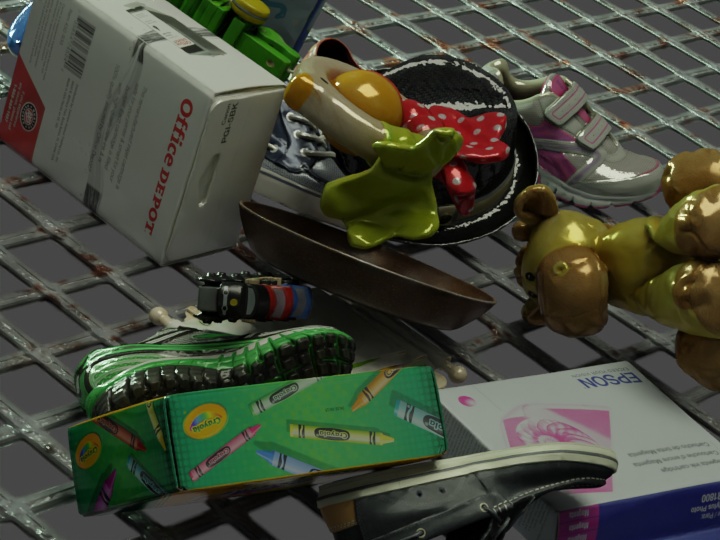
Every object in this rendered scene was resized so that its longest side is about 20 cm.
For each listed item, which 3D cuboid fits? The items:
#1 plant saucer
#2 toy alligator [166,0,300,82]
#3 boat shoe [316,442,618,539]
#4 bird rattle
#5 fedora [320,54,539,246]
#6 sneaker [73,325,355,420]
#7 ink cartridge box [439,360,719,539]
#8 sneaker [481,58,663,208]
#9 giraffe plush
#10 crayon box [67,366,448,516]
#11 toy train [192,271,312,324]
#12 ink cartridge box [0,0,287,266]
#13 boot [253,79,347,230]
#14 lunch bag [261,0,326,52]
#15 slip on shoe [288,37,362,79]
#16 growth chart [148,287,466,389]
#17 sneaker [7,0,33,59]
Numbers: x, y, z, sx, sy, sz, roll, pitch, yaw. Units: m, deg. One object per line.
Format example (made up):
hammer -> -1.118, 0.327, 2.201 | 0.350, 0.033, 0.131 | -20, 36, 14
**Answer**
plant saucer -> 0.000, 0.000, 1.672 | 0.200, 0.035, 0.200 | 22, 5, -2
toy alligator -> -0.087, -0.179, 1.786 | 0.200, 0.059, 0.054 | 33, 19, 3
boat shoe -> 0.070, 0.146, 1.451 | 0.199, 0.062, 0.075 | -9, -9, -21
bird rattle -> 0.026, -0.108, 1.694 | 0.163, 0.113, 0.200 | 37, 27, 3
fedora -> 0.052, -0.114, 1.847 | 0.200, 0.092, 0.201 | 6, 54, -9
sneaker -> -0.092, 0.062, 1.510 | 0.200, 0.078, 0.085 | -6, 33, -31
ink cartridge box -> 0.171, 0.139, 1.580 | 0.196, 0.043, 0.200 | -6, 34, -40
sneaker -> 0.173, -0.120, 2.006 | 0.200, 0.088, 0.081 | 20, 27, 3
giraffe plush -> 0.193, -0.004, 1.713 | 0.162, 0.173, 0.200 | -1, 9, 5
crayon box -> -0.062, 0.103, 1.409 | 0.200, 0.058, 0.119 | -4, -10, -37
toy train -> -0.067, 0.018, 1.548 | 0.046, 0.034, 0.200 | 4, 1, 10
ink cartridge box -> -0.165, -0.118, 1.730 | 0.200, 0.147, 0.083 | 37, 31, 30
boot -> -0.052, -0.098, 1.795 | 0.200, 0.091, 0.073 | 25, 3, 19
lunch bag -> -0.109, -0.230, 1.906 | 0.160, 0.200, 0.082 | 12, 27, -36
slip on shoe -> 0.006, -0.124, 1.935 | 0.074, 0.061, 0.200 | -2, 40, -38
growth chart -> -0.031, 0.055, 1.634 | 0.200, 0.018, 0.145 | -8, 38, -41
sneaker -> -0.245, -0.234, 1.842 | 0.111, 0.200, 0.077 | 28, 58, -35
